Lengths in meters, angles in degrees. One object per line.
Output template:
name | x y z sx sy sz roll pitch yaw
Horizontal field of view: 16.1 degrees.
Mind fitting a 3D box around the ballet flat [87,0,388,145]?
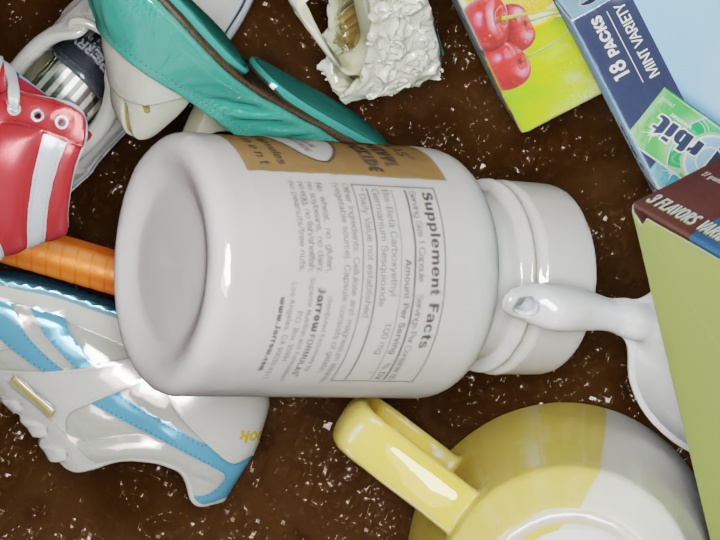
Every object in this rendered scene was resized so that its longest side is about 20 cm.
ballet flat | -0.070 -0.078 1.158 0.070 0.067 0.200 -49 127 7

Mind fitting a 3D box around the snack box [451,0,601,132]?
snack box | 0.130 -0.173 1.167 0.199 0.053 0.143 -27 116 2

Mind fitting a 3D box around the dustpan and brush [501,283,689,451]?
dustpan and brush | 0.152 0.029 1.152 0.199 0.057 0.140 3 118 -39

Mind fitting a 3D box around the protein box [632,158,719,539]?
protein box | 0.250 0.034 1.084 0.199 0.135 0.200 -26 119 -17

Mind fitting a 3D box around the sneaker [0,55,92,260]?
sneaker | -0.184 -0.096 1.114 0.112 0.071 0.201 -15 103 -15

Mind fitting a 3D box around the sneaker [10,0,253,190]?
sneaker | -0.109 -0.108 1.196 0.073 0.071 0.200 36 93 2

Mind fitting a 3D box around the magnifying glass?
magnifying glass | -0.188 -0.019 1.195 0.199 0.080 0.023 14 105 6

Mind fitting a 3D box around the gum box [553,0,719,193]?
gum box | 0.212 -0.101 1.160 0.199 0.045 0.170 -29 116 4

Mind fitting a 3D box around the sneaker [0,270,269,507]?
sneaker | -0.142 0.049 1.200 0.199 0.077 0.081 18 93 4

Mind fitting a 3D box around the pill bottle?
pill bottle | 0.000 0.000 1.138 0.199 0.114 0.115 2 92 -30

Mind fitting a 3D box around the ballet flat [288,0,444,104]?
ballet flat | -0.003 -0.141 1.134 0.071 0.200 0.072 -5 54 7

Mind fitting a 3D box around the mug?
mug | 0.075 0.139 1.152 0.185 0.153 0.151 5 92 3
